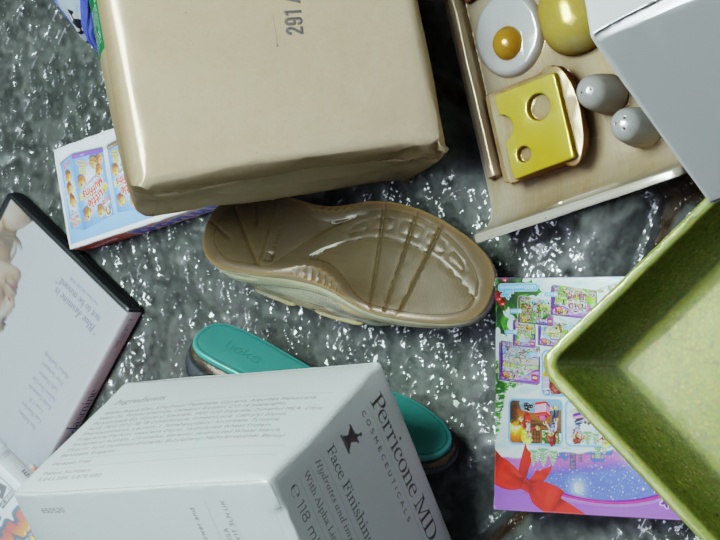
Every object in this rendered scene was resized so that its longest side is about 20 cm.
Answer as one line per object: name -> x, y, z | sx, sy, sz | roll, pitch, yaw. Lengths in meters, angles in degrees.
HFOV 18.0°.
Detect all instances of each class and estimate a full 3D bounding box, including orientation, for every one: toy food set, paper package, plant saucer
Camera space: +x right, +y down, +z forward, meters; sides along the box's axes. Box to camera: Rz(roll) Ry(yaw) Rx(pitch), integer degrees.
toy food set -> 0.104, -0.129, 1.323 | 0.143, 0.060, 0.201 | -19, 77, 34
paper package -> -0.063, -0.145, 1.361 | 0.103, 0.190, 0.201 | 132, 129, -76
plant saucer -> 0.233, 0.052, 1.190 | 0.200, 0.048, 0.200 | -45, 79, 7

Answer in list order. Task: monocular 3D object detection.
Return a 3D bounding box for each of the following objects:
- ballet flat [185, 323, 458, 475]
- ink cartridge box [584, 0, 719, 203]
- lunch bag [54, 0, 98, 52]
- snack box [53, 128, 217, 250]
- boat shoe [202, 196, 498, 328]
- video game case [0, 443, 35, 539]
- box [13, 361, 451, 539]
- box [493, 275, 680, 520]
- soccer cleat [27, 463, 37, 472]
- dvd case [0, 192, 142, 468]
ballet flat -> -0.025, 0.096, 1.415 | 0.200, 0.073, 0.073 | 23, 102, 28
ink cartridge box -> 0.173, -0.159, 1.168 | 0.084, 0.146, 0.200 | -23, 45, 22
lunch bag -> -0.172, -0.267, 1.492 | 0.170, 0.124, 0.200 | 52, 128, 26
snack box -> -0.120, -0.071, 1.506 | 0.199, 0.024, 0.072 | -16, 80, 34
boat shoe -> 0.000, 0.000, 1.395 | 0.199, 0.065, 0.072 | 10, 71, 28
video game case -> -0.230, 0.242, 1.533 | 0.182, 0.024, 0.200 | 44, 119, 5
box -> -0.062, 0.174, 1.346 | 0.199, 0.131, 0.199 | -7, 116, 36
box -> 0.168, 0.071, 1.285 | 0.199, 0.039, 0.137 | 0, 87, 35
soccer cleat -> -0.168, 0.144, 1.522 | 0.200, 0.067, 0.077 | -30, 103, 26
dvd case -> -0.243, 0.066, 1.596 | 0.143, 0.018, 0.200 | 41, 112, 29
